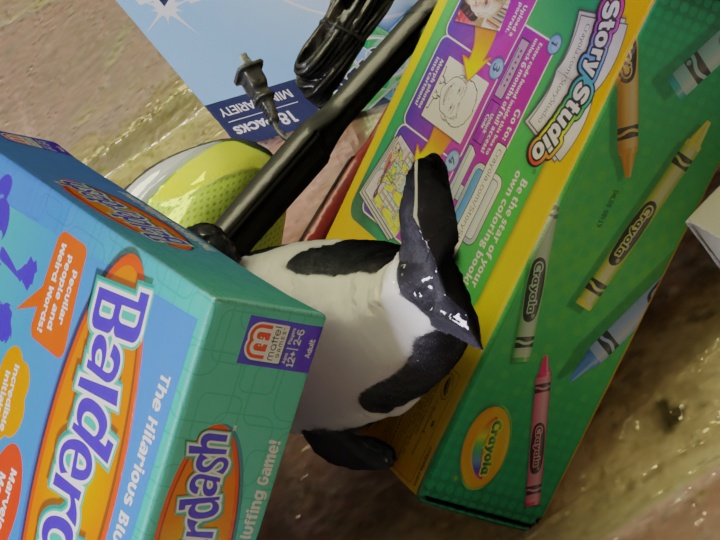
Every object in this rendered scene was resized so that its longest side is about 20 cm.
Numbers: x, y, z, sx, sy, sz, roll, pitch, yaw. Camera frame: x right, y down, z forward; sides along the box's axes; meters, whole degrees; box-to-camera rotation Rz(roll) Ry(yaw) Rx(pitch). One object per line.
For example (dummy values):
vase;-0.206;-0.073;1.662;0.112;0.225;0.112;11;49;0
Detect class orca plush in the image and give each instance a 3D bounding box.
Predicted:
orca plush;0.000;0.000;0.883;0.071;0.105;0.200;-45;-4;-26

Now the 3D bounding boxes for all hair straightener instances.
hair straightener;-0.014;-0.071;1.006;0.077;0.041;0.200;31;86;14

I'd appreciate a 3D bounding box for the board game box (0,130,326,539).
board game box;-0.098;0.051;0.877;0.200;0.045;0.152;30;105;53

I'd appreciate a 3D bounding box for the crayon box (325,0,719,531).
crayon box;0.055;-0.025;0.934;0.119;0.058;0.200;41;109;53

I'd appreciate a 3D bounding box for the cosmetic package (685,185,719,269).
cosmetic package;0.216;-0.044;0.846;0.200;0.087;0.103;-47;38;-6

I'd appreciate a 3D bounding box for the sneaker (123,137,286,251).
sneaker;-0.072;0.042;1.036;0.090;0.078;0.200;14;74;48

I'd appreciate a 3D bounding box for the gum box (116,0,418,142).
gum box;-0.033;-0.149;1.080;0.170;0.200;0.045;-15;41;32
